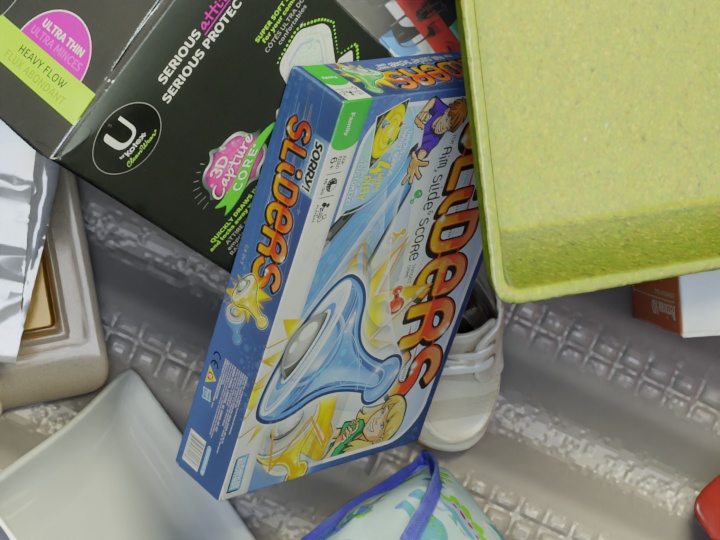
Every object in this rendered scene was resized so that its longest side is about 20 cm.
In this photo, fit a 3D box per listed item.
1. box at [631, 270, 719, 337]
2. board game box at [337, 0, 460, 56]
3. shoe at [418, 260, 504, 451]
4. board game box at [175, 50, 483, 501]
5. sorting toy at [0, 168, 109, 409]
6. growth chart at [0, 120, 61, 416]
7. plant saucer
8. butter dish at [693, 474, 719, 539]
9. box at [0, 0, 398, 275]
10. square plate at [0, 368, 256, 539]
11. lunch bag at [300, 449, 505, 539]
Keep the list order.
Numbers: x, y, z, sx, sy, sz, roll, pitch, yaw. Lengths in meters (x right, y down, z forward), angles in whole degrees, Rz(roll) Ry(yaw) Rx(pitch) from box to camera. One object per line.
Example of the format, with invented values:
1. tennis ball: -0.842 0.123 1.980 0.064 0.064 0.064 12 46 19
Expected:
1. box: 0.184 -0.075 0.978 0.097 0.124 0.202 -5 93 -3
2. board game box: -0.009 -0.090 1.010 0.200 0.037 0.152 -38 95 0
3. shoe: 0.032 0.007 0.982 0.069 0.053 0.201 -17 114 -10
4. board game box: 0.000 0.000 0.890 0.034 0.135 0.201 37 123 33
5. sorting toy: -0.233 -0.021 1.001 0.184 0.036 0.202 -10 94 -3
6. growth chart: -0.215 -0.024 0.976 0.144 0.018 0.201 18 89 0
7. plant saucer: 0.116 -0.097 0.858 0.198 0.048 0.202 -8 94 -30
8. butter dish: 0.297 0.136 0.974 0.199 0.200 0.148 -33 112 -4
9. box: -0.084 -0.094 0.867 0.148 0.200 0.125 38 90 32
10. square plate: -0.092 0.158 0.942 0.028 0.200 0.199 -33 94 18
11. lunch bag: 0.040 0.196 0.945 0.127 0.200 0.171 -36 95 -1
